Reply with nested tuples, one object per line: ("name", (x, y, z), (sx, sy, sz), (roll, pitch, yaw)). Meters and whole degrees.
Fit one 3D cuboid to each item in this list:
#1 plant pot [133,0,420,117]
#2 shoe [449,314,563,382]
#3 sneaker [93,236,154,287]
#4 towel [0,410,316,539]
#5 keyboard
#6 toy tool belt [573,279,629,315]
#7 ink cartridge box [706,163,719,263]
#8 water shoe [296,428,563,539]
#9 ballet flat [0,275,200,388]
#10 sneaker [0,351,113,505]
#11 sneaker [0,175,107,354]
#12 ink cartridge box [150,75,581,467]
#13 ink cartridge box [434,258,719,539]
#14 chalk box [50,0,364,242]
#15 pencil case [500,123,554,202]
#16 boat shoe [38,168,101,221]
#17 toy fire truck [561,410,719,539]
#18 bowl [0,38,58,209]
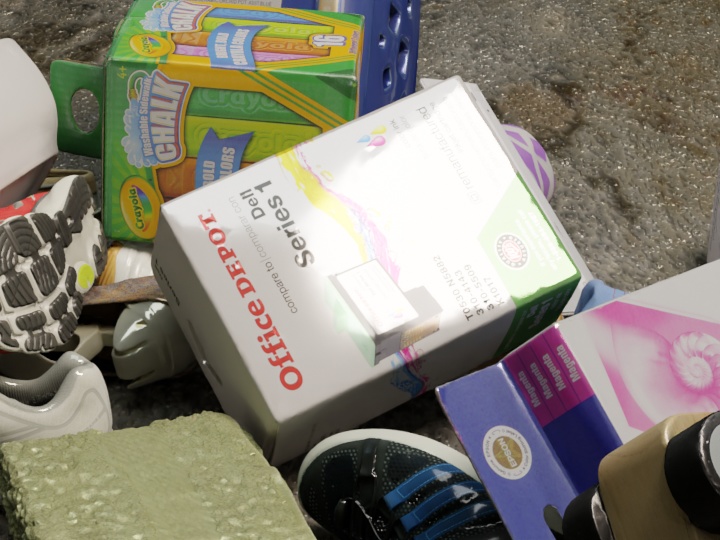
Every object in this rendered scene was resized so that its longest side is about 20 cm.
("plant pot", (-0.068, -0.160, 1.313), (0.199, 0.201, 0.180), (5, -2, 11))
("shoe", (0.029, 0.045, 1.120), (0.199, 0.054, 0.070), (5, 56, 16))
("sneaker", (-0.096, -0.003, 1.203), (0.087, 0.076, 0.200), (26, 33, 13))
("towel", (-0.092, 0.140, 0.883), (0.148, 0.037, 0.200), (-6, 33, -27))
("keyboard", (0.103, -0.053, 1.235), (0.056, 0.011, 0.201), (-6, 58, -43))
("toy tool belt", (0.142, 0.056, 1.008), (0.122, 0.126, 0.200), (14, 24, 5))
("ink cartridge box", (0.319, 0.002, 1.187), (0.144, 0.085, 0.200), (1, 24, -1))
("water shoe", (0.039, 0.136, 0.880), (0.199, 0.072, 0.079), (17, 30, 31))
("ballet flat", (-0.155, 0.043, 1.089), (0.199, 0.068, 0.067), (-4, 28, 11))
("sneaker", (-0.226, 0.090, 0.952), (0.199, 0.082, 0.075), (-9, 28, -20))
("sneaker", (-0.205, 0.006, 1.032), (0.084, 0.077, 0.200), (-17, 12, 12))
("ink cartridge box", (0.000, 0.000, 1.025), (0.199, 0.084, 0.145), (-25, 73, -18))
("ink cartridge box", (0.160, 0.104, 0.853), (0.199, 0.043, 0.197), (-19, 74, -39))
("chalk box", (-0.101, -0.094, 1.146), (0.199, 0.126, 0.124), (3, 26, 1))
("pencil case", (0.068, -0.040, 1.266), (0.085, 0.084, 0.200), (-21, 9, 32))
("boat shoe", (-0.273, -0.063, 1.292), (0.199, 0.077, 0.072), (8, 25, 15))
("toy fire truck", (0.215, 0.141, 0.767), (0.199, 0.129, 0.177), (0, 62, -35))
("bowl", (-0.270, -0.032, 1.119), (0.075, 0.200, 0.200), (39, 29, 2))
